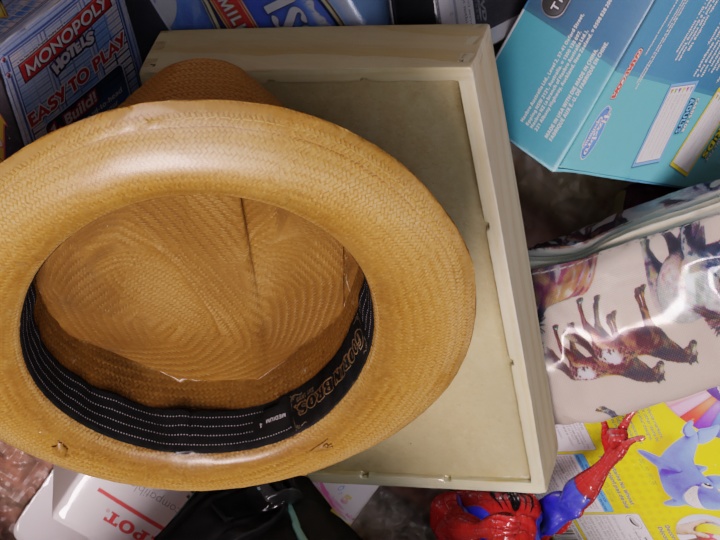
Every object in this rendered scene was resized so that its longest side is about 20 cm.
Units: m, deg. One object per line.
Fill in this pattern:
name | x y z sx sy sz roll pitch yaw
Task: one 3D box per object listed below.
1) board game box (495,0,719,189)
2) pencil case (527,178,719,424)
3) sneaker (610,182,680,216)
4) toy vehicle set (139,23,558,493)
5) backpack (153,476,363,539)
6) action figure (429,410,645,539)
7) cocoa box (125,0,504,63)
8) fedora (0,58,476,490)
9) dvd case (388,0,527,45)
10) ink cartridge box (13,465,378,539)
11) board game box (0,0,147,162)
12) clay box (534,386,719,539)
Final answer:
board game box | 0.136 -0.108 0.920 0.047 0.200 0.152 36 105 24
pencil case | 0.139 -0.001 0.914 0.199 0.078 0.090 -19 118 18
sneaker | 0.198 0.012 1.010 0.199 0.075 0.090 33 138 -23
toy vehicle set | 0.000 0.000 0.870 0.123 0.027 0.201 2 129 18
backpack | -0.056 0.198 0.895 0.200 0.176 0.153 -40 122 2
action figure | 0.074 0.131 0.925 0.065 0.201 0.099 7 140 -21
cocoa box | -0.042 -0.129 0.897 0.131 0.134 0.201 -19 113 32
fedora | -0.055 -0.006 0.796 0.199 0.082 0.201 -2 140 -2
dvd case | 0.059 -0.172 0.886 0.025 0.200 0.151 1 108 31
ink cartridge box | -0.057 0.078 1.022 0.117 0.067 0.201 32 103 -16
board game box | -0.144 -0.057 0.883 0.062 0.199 0.200 -43 156 -29
clay box | 0.160 0.069 0.990 0.199 0.048 0.115 -7 131 30
